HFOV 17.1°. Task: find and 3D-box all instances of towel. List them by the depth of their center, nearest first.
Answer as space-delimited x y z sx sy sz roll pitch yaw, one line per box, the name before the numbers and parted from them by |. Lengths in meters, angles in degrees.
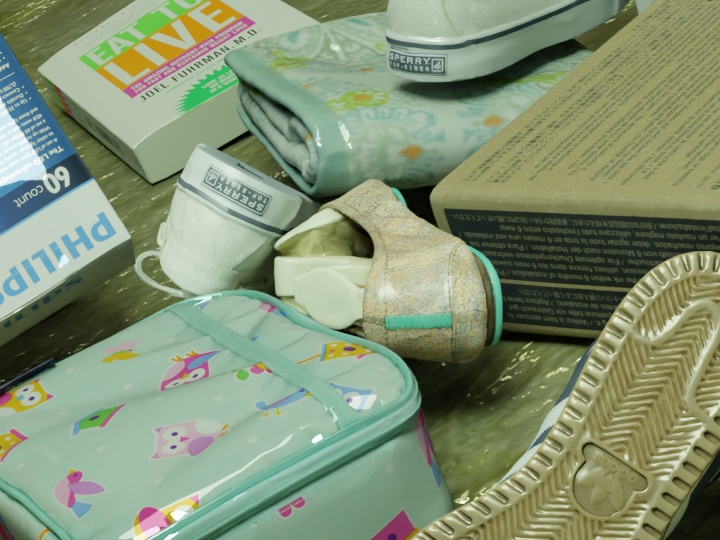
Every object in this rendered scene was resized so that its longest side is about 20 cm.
towel | 0.033 -0.090 1.198 0.171 0.048 0.200 -11 22 -13

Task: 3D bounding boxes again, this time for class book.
book | -0.105 -0.118 1.434 0.133 0.048 0.200 -31 27 -13

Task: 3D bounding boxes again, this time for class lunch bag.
lunch bag | -0.063 0.074 0.937 0.160 0.077 0.200 -30 25 -19

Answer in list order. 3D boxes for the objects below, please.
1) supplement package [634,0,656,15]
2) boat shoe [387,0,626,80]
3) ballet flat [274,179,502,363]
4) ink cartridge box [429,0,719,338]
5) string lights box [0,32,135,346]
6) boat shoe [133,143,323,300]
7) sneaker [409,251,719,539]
supplement package | 0.231 -0.201 1.182 0.200 0.152 0.151 -11 26 16
boat shoe | 0.072 -0.158 1.170 0.074 0.086 0.202 11 24 32
ballet flat | 0.000 0.000 1.018 0.067 0.068 0.200 -9 7 -13
ink cartridge box | 0.155 -0.049 1.024 0.165 0.075 0.200 5 34 43
string lights box | -0.197 -0.065 1.088 0.103 0.200 0.059 -31 -7 -9
boat shoe | -0.063 -0.006 1.112 0.086 0.074 0.202 -62 2 2
sneaker | 0.070 0.086 0.818 0.200 0.070 0.109 -51 -9 -4
